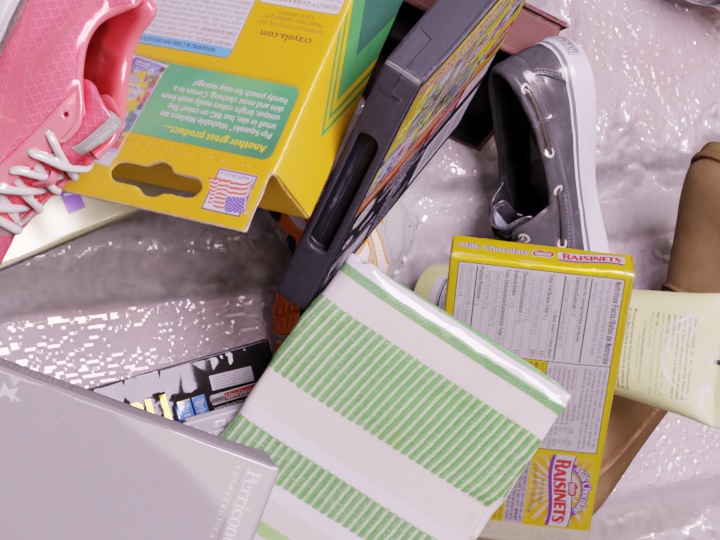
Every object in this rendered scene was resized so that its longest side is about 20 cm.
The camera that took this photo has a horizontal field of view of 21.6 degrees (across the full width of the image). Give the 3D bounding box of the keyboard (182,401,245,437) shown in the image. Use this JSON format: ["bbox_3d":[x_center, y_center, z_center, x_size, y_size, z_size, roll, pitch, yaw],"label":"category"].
[{"bbox_3d":[-0.016,0.086,1.066,0.200,0.011,0.056,-14,120,-31],"label":"keyboard"}]

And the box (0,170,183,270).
[{"bbox_3d":[-0.209,-0.089,1.015,0.200,0.097,0.176,-25,94,-27],"label":"box"}]

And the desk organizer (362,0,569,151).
[{"bbox_3d":[0.018,-0.150,1.149,0.200,0.072,0.077,23,75,-21],"label":"desk organizer"}]

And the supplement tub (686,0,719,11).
[{"bbox_3d":[0.213,-0.259,1.231,0.200,0.122,0.123,41,67,-15],"label":"supplement tub"}]

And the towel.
[{"bbox_3d":[0.000,0.110,1.019,0.152,0.023,0.200,33,96,-5],"label":"towel"}]

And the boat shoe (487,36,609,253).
[{"bbox_3d":[0.108,-0.041,1.149,0.066,0.070,0.201,-18,121,-25],"label":"boat shoe"}]

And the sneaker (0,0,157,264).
[{"bbox_3d":[-0.162,-0.065,0.910,0.074,0.087,0.201,31,77,-62],"label":"sneaker"}]

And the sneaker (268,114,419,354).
[{"bbox_3d":[0.000,0.000,1.120,0.092,0.076,0.201,-3,88,-37],"label":"sneaker"}]

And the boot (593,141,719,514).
[{"bbox_3d":[0.180,0.042,1.163,0.200,0.066,0.175,-44,142,-25],"label":"boot"}]

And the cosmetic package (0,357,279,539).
[{"bbox_3d":[-0.151,0.111,0.953,0.199,0.090,0.107,18,87,-4],"label":"cosmetic package"}]

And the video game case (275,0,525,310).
[{"bbox_3d":[0.035,-0.095,1.022,0.025,0.181,0.200,34,46,5],"label":"video game case"}]

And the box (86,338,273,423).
[{"bbox_3d":[-0.123,0.140,1.050,0.200,0.049,0.160,-16,87,-27],"label":"box"}]

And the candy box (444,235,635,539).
[{"bbox_3d":[0.092,0.074,1.080,0.102,0.026,0.200,6,123,1],"label":"candy box"}]

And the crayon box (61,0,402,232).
[{"bbox_3d":[-0.062,-0.107,0.966,0.200,0.125,0.052,-67,151,-18],"label":"crayon box"}]

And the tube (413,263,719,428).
[{"bbox_3d":[0.125,0.037,1.108,0.052,0.200,0.058,-57,141,-31],"label":"tube"}]
